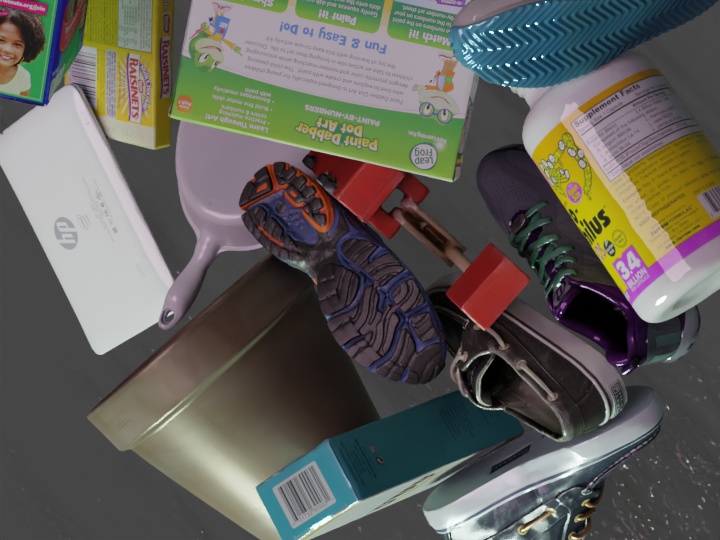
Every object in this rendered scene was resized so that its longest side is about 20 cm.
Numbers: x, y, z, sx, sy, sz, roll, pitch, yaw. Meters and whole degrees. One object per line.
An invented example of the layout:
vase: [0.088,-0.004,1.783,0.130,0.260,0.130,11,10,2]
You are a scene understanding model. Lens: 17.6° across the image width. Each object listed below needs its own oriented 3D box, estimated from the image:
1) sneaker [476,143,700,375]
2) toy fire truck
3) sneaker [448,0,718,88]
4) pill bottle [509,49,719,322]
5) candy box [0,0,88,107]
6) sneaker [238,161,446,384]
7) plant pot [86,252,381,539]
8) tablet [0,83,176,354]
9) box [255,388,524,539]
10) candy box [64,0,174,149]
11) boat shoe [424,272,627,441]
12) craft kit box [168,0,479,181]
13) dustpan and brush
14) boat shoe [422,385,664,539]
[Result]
sneaker: [0.141,-0.012,1.584,0.200,0.087,0.075,44,123,21]
toy fire truck: [0.036,-0.037,1.635,0.141,0.200,0.049,40,93,-16]
sneaker: [0.139,-0.180,1.491,0.081,0.199,0.077,53,155,34]
pill bottle: [0.176,-0.073,1.533,0.104,0.104,0.200,-43,74,36]
candy box: [-0.240,-0.245,1.737,0.077,0.169,0.201,10,111,-1]
sneaker: [0.000,0.000,1.658,0.075,0.078,0.200,-45,66,16]
plant pot: [-0.074,0.106,1.728,0.174,0.200,0.200,49,126,-1]
tablet: [-0.223,-0.039,1.888,0.130,0.014,0.201,-28,87,44]
box: [0.024,0.132,1.635,0.082,0.200,0.049,-36,78,37]
candy box: [-0.190,-0.203,1.833,0.102,0.026,0.201,14,109,34]
boat shoe: [0.096,0.060,1.620,0.200,0.064,0.071,28,142,49]
craft kit box: [-0.011,-0.176,1.541,0.199,0.049,0.199,14,96,7]
dustpan and brush: [-0.102,-0.047,1.754,0.139,0.057,0.201,29,80,19]
boat shoe: [0.146,0.157,1.640,0.200,0.071,0.091,-30,105,29]
